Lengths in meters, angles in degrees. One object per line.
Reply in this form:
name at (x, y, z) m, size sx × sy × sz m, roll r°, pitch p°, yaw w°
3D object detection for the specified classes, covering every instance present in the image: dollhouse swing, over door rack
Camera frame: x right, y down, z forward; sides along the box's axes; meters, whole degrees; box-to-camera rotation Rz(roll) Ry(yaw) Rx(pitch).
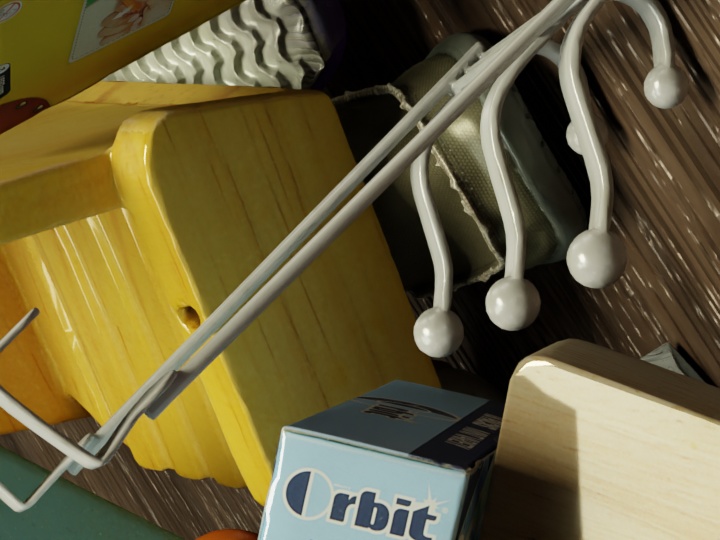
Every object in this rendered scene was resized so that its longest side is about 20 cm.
dollhouse swing at (-0.114, 0.028, 0.841) m, size 0.200 × 0.176 × 0.182 m, roll 6°, pitch 125°, yaw 49°
over door rack at (0.000, 0.000, 0.682) m, size 0.067 × 0.200 × 0.148 m, roll 56°, pitch 164°, yaw 0°

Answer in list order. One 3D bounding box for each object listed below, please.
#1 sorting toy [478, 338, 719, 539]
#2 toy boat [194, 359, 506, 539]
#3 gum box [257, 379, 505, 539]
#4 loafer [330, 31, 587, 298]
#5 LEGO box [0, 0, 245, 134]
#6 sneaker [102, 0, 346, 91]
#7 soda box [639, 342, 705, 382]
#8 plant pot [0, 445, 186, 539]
sorting toy at (0.118, 0.130, 0.619) m, size 0.200 × 0.070 × 0.199 m, roll 20°, pitch 114°, yaw 26°
toy boat at (-0.008, 0.122, 0.996) m, size 0.130 × 0.131 × 0.200 m, roll 8°, pitch 136°, yaw 23°
gum box at (-0.006, 0.131, 0.673) m, size 0.044 × 0.201 × 0.170 m, roll 14°, pitch -177°, yaw 8°
loafer at (0.007, -0.018, 0.865) m, size 0.075 × 0.070 × 0.200 m, roll 60°, pitch 164°, yaw -3°
LEGO box at (-0.052, -0.130, 0.701) m, size 0.077 × 0.149 × 0.200 m, roll 56°, pitch 163°, yaw 13°
sneaker at (-0.059, -0.077, 0.936) m, size 0.200 × 0.099 × 0.070 m, roll -15°, pitch 106°, yaw 51°
soda box at (0.082, 0.109, 0.872) m, size 0.063 × 0.068 × 0.200 m, roll 51°, pitch 163°, yaw 29°
plant pot at (-0.070, 0.169, 0.874) m, size 0.200 × 0.142 × 0.141 m, roll 23°, pitch 144°, yaw -12°
